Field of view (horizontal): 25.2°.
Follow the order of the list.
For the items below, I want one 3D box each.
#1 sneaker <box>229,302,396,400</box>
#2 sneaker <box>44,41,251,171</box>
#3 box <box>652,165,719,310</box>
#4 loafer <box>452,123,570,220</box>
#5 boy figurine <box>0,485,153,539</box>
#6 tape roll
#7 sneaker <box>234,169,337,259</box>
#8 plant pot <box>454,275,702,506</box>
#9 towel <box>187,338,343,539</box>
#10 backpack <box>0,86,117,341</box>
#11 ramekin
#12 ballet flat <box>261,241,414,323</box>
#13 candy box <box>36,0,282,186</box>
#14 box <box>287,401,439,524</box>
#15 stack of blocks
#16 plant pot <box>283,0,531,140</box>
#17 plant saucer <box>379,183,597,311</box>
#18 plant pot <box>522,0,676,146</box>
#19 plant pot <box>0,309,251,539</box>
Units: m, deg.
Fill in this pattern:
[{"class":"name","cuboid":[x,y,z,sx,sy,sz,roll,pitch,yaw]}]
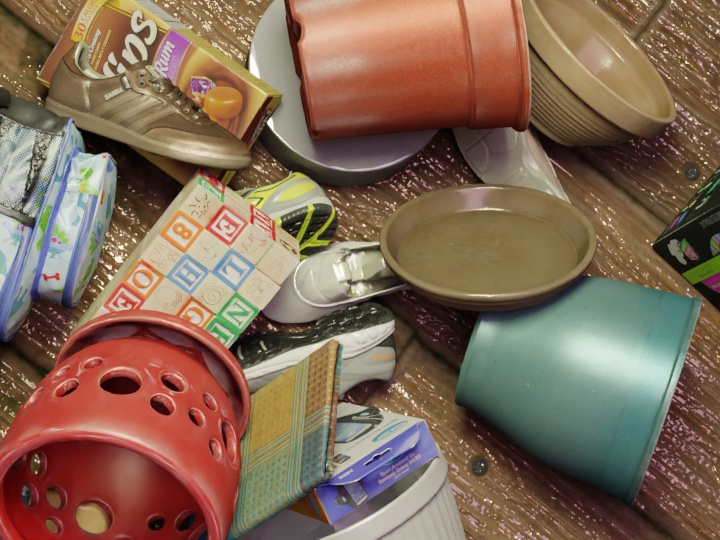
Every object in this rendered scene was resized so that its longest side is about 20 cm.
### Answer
[{"class":"sneaker","cuboid":[-0.059,0.094,1.495,0.199,0.074,0.080,-14,111,-4]},{"class":"sneaker","cuboid":[-0.186,-0.146,1.434,0.199,0.070,0.076,18,96,9]},{"class":"box","cuboid":[0.396,-0.037,1.529,0.148,0.200,0.124,43,75,1]},{"class":"loafer","cuboid":[0.151,-0.107,1.581,0.072,0.063,0.201,-32,82,19]},{"class":"boy figurine","cuboid":[-0.269,0.228,1.437,0.199,0.064,0.125,10,78,-9]},{"class":"tape roll","cuboid":[-0.013,-0.185,1.557,0.199,0.066,0.202,2,80,-10]},{"class":"sneaker","cuboid":[-0.121,-0.029,1.517,0.199,0.076,0.077,-20,46,-5]},{"class":"plant pot","cuboid":[0.194,0.091,1.486,0.187,0.200,0.201,19,76,10]},{"class":"towel","cuboid":[-0.083,0.161,1.400,0.022,0.200,0.147,29,45,-28]},{"class":"backpack","cuboid":[-0.300,-0.038,1.421,0.146,0.183,0.201,21,83,-5]},{"class":"ramekin","cuboid":[-0.002,0.239,1.415,0.199,0.200,0.106,-27,102,-13]},{"class":"ballet flat","cuboid":[0.000,0.000,1.525,0.199,0.069,0.070,-12,82,-11]},{"class":"candy box","cuboid":[-0.187,-0.170,1.495,0.200,0.056,0.117,35,103,8]},{"class":"box","cuboid":[-0.018,0.167,1.413,0.119,0.200,0.042,-30,106,-22]},{"class":"stack of blocks","cuboid":[-0.160,0.024,1.448,0.115,0.059,0.200,37,103,-15]},{"class":"plant pot","cuboid":[0.036,-0.207,1.448,0.194,0.201,0.202,-10,81,-3]},{"class":"plant saucer","cuboid":[0.117,-0.020,1.474,0.199,0.200,0.030,-10,124,-11]},{"class":"plant pot","cuboid":[0.204,-0.188,1.559,0.201,0.201,0.093,47,116,1]},{"class":"plant pot","cuboid":[-0.195,0.149,1.355,0.199,0.201,0.183,19,37,-6]}]
